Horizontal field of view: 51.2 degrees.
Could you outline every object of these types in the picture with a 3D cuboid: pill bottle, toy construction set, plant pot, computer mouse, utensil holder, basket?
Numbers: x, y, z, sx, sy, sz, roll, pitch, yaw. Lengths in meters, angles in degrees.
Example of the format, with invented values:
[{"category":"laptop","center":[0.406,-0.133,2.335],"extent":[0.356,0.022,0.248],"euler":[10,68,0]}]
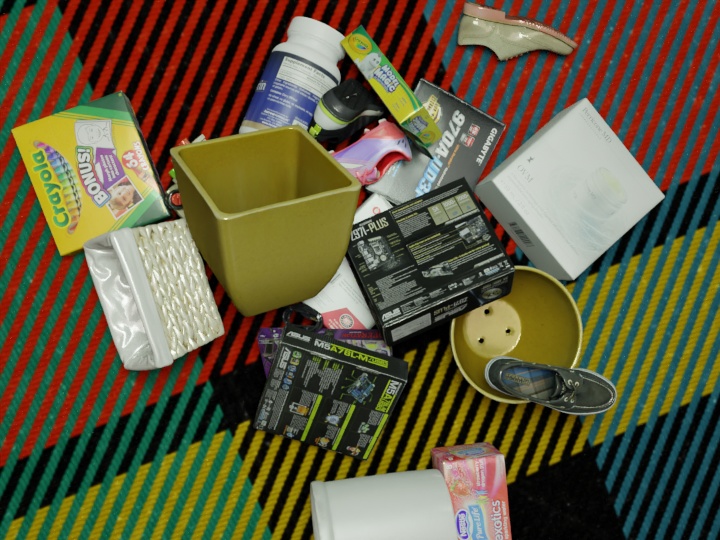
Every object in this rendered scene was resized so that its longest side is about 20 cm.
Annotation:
[{"category":"pill bottle","center":[-0.098,-0.273,1.146],"extent":[0.115,0.116,0.201],"euler":[23,87,-5]},{"category":"toy construction set","center":[-0.219,-0.113,1.140],"extent":[0.131,0.092,0.200],"euler":[-44,94,-15]},{"category":"plant pot","center":[-0.131,-0.057,1.032],"extent":[0.194,0.194,0.201],"euler":[-17,131,-25]},{"category":"computer mouse","center":[-0.130,0.039,1.140],"extent":[0.199,0.034,0.059],"euler":[30,105,29]},{"category":"plant pot","center":[0.223,0.094,1.165],"extent":[0.199,0.142,0.202],"euler":[0,90,-5]},{"category":"utensil holder","center":[0.032,0.394,1.133],"extent":[0.199,0.170,0.171],"euler":[-5,90,-8]},{"category":"basket","center":[-0.298,0.031,1.093],"extent":[0.123,0.135,0.201],"euler":[-23,97,-38]}]

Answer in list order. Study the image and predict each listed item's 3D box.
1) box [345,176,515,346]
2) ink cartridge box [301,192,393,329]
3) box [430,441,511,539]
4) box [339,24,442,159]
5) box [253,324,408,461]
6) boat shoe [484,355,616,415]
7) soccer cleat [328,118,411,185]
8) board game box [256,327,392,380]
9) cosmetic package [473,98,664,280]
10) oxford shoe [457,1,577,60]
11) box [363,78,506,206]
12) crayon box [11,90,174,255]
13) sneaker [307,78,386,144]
[{"category":"box","center":[0.092,-0.012,1.062],"extent":[0.199,0.086,0.164],"euler":[-24,65,-4]},{"category":"ink cartridge box","center":[0.000,0.000,1.171],"extent":[0.200,0.083,0.146],"euler":[-44,94,-4]},{"category":"box","center":[0.175,0.383,1.182],"extent":[0.102,0.095,0.201],"euler":[-4,90,-5]},{"category":"box","center":[0.053,-0.261,1.122],"extent":[0.048,0.117,0.201],"euler":[-35,69,10]},{"category":"box","center":[-0.049,0.189,1.129],"extent":[0.192,0.048,0.201],"euler":[16,128,-6]},{"category":"boat shoe","center":[0.276,0.168,1.070],"extent":[0.199,0.057,0.069],"euler":[12,88,-6]},{"category":"soccer cleat","center":[-0.014,-0.152,1.154],"extent":[0.199,0.067,0.077],"euler":[-33,69,12]},{"category":"board game box","center":[-0.049,0.140,1.137],"extent":[0.199,0.032,0.121],"euler":[0,131,10]},{"category":"cosmetic package","center":[0.326,-0.123,1.188],"extent":[0.200,0.123,0.200],"euler":[-41,94,-6]},{"category":"oxford shoe","center":[0.252,-0.375,1.218],"extent":[0.199,0.071,0.074],"euler":[14,113,-6]},{"category":"box","center":[0.117,-0.180,1.202],"extent":[0.158,0.046,0.201],"euler":[28,87,-4]},{"category":"crayon box","center":[-0.403,-0.145,1.141],"extent":[0.172,0.058,0.201],"euler":[-21,93,-6]},{"category":"sneaker","center":[-0.029,-0.235,1.133],"extent":[0.072,0.200,0.083],"euler":[45,116,6]}]
